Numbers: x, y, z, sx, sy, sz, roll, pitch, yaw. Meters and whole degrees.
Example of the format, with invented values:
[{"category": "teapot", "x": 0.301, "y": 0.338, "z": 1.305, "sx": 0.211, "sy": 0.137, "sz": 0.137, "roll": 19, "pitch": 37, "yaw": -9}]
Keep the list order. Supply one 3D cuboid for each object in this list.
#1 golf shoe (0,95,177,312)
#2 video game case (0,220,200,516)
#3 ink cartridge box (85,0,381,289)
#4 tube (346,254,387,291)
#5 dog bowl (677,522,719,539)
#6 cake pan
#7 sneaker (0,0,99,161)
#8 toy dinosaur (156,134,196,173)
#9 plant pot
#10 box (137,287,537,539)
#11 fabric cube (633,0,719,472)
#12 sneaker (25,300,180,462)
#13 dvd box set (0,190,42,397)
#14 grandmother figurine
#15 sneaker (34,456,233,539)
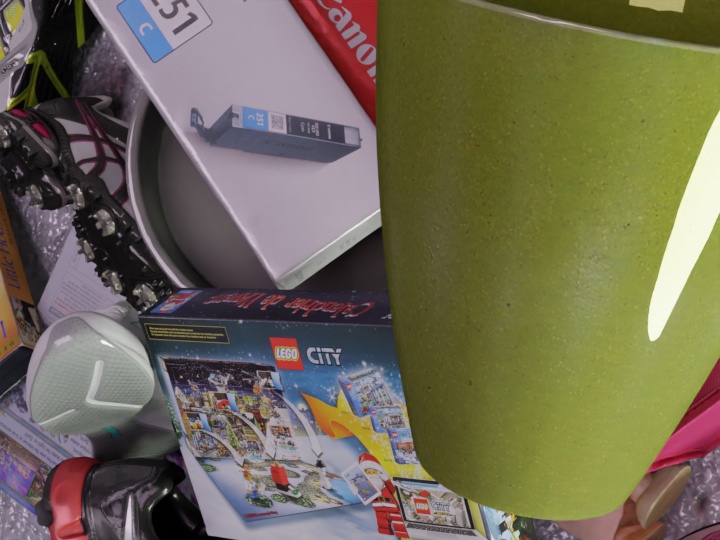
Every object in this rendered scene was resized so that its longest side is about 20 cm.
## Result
[{"category": "golf shoe", "x": -0.151, "y": -0.052, "z": 0.999, "sx": 0.200, "sy": 0.088, "sz": 0.078, "roll": 44, "pitch": 147, "yaw": 32}, {"category": "video game case", "x": -0.140, "y": 0.094, "z": 1.022, "sx": 0.199, "sy": 0.045, "sz": 0.183, "roll": 30, "pitch": 99, "yaw": 26}, {"category": "ink cartridge box", "x": -0.028, "y": -0.121, "z": 0.878, "sx": 0.175, "sy": 0.045, "sz": 0.201, "roll": -35, "pitch": 83, "yaw": -4}, {"category": "tube", "x": 0.000, "y": 0.000, "z": 0.954, "sx": 0.198, "sy": 0.052, "sz": 0.059, "roll": 6, "pitch": 93, "yaw": 27}, {"category": "dog bowl", "x": 0.208, "y": 0.231, "z": 0.819, "sx": 0.198, "sy": 0.074, "sz": 0.203, "roll": -2, "pitch": 86, "yaw": 27}, {"category": "cake pan", "x": -0.034, "y": -0.061, "z": 0.909, "sx": 0.198, "sy": 0.037, "sz": 0.203, "roll": 0, "pitch": 81, "yaw": 0}, {"category": "sneaker", "x": -0.222, "y": -0.175, "z": 1.067, "sx": 0.076, "sy": 0.075, "sz": 0.202, "roll": 28, "pitch": 97, "yaw": 28}, {"category": "toy dinosaur", "x": -0.067, "y": -0.112, "z": 0.978, "sx": 0.199, "sy": 0.102, "sz": 0.137, "roll": 19, "pitch": 78, "yaw": 47}, {"category": "plant pot", "x": 0.083, "y": -0.011, "z": 0.638, "sx": 0.186, "sy": 0.187, "sz": 0.202, "roll": 19, "pitch": 111, "yaw": 27}, {"category": "box", "x": -0.015, "y": 0.079, "z": 0.816, "sx": 0.198, "sy": 0.038, "sz": 0.138, "roll": 1, "pitch": 114, "yaw": 38}, {"category": "fabric cube", "x": 0.167, "y": -0.037, "z": 0.791, "sx": 0.196, "sy": 0.200, "sz": 0.200, "roll": -40, "pitch": 72, "yaw": 18}, {"category": "sneaker", "x": -0.149, "y": 0.053, "z": 0.902, "sx": 0.070, "sy": 0.201, "sz": 0.081, "roll": -13, "pitch": 71, "yaw": -2}, {"category": "dvd box set", "x": -0.291, "y": 0.015, "z": 1.083, "sx": 0.146, "sy": 0.029, "sz": 0.201, "roll": -39, "pitch": 54, "yaw": 20}, {"category": "grandmother figurine", "x": 0.084, "y": 0.095, "z": 0.903, "sx": 0.199, "sy": 0.060, "sz": 0.122, "roll": 33, "pitch": 113, "yaw": 27}, {"category": "sneaker", "x": -0.110, "y": 0.196, "z": 0.914, "sx": 0.097, "sy": 0.071, "sz": 0.202, "roll": -16, "pitch": 98, "yaw": 18}]
